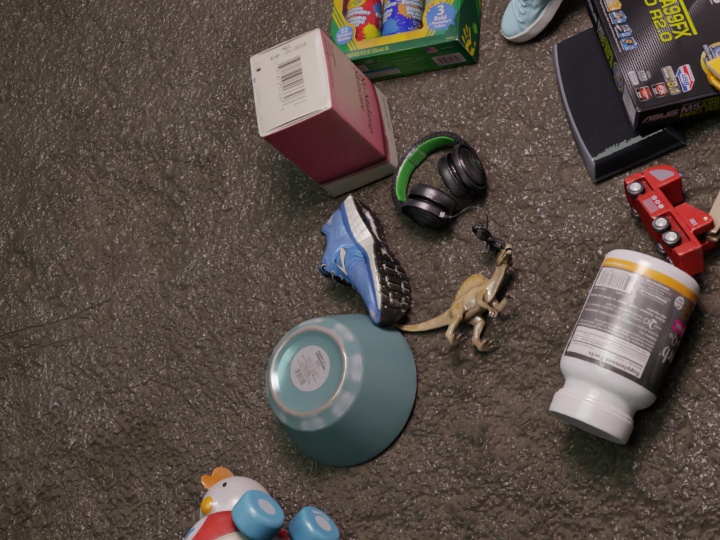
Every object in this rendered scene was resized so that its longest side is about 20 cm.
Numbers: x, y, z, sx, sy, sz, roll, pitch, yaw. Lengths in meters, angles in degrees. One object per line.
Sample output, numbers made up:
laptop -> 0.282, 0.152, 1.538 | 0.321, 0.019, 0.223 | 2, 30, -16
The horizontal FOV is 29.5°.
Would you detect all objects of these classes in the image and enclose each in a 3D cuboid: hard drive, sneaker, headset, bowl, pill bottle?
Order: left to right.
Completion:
bowl -> -0.041, 0.139, 1.718 | 0.200, 0.105, 0.201 | -10, 69, 28
sneaker -> 0.000, 0.000, 1.782 | 0.089, 0.078, 0.200 | -39, 47, 20
headset -> 0.118, -0.096, 1.763 | 0.124, 0.094, 0.200 | -47, 40, 10
sneaker -> 0.221, -0.374, 1.751 | 0.200, 0.082, 0.074 | -52, 40, 44
hard drive -> 0.314, -0.222, 1.705 | 0.135, 0.042, 0.201 | -23, 61, 20
pill bottle -> 0.295, 0.087, 1.546 | 0.116, 0.116, 0.201 | 20, 82, 34

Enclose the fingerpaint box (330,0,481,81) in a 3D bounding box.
fingerpaint box -> 0.062, -0.359, 1.885 | 0.199, 0.073, 0.167 | -5, 68, 28

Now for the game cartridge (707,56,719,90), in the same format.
game cartridge -> 0.520, -0.222, 1.529 | 0.199, 0.032, 0.176 | -24, 41, -7

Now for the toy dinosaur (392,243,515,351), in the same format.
toy dinosaur -> 0.132, 0.052, 1.702 | 0.200, 0.058, 0.101 | -38, 39, 26

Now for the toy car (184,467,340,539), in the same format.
toy car -> -0.159, 0.316, 1.691 | 0.184, 0.177, 0.200 | -51, 42, 16

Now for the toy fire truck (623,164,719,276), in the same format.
toy fire truck -> 0.405, -0.060, 1.573 | 0.141, 0.049, 0.200 | -24, 47, -2

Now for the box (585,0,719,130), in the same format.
box -> 0.378, -0.276, 1.655 | 0.160, 0.044, 0.201 | -13, 62, -2

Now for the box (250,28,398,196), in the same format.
box -> -0.045, -0.205, 1.806 | 0.109, 0.200, 0.128 | -20, 62, 21
